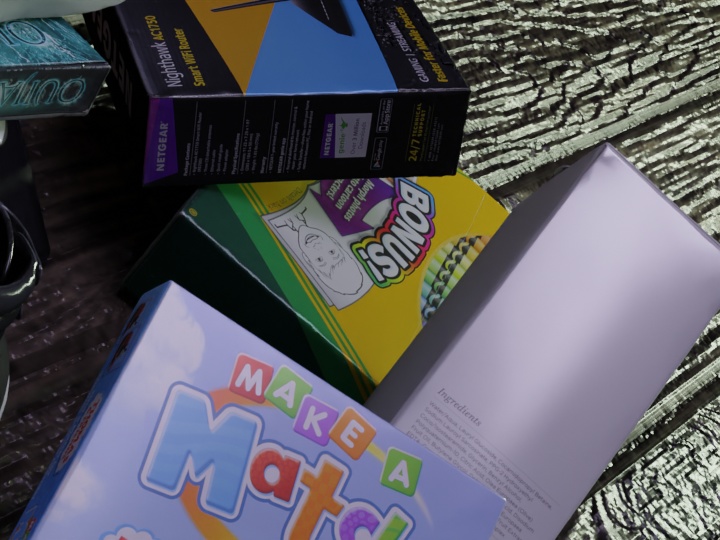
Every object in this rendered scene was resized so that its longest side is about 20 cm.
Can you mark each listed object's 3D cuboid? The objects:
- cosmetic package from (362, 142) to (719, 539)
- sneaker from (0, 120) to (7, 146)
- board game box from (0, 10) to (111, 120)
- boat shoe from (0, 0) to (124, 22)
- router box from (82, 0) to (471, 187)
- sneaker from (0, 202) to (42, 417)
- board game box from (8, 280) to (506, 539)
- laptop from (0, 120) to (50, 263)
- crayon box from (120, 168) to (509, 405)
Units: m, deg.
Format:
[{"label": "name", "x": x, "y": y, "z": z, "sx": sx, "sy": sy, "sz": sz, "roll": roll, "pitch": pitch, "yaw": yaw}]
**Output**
[{"label": "cosmetic package", "x": 0.056, "y": 0.056, "z": 0.809, "sx": 0.085, "sy": 0.108, "sz": 0.200, "roll": 41, "pitch": 73, "yaw": -3}, {"label": "sneaker", "x": -0.208, "y": -0.044, "z": 0.708, "sx": 0.200, "sy": 0.075, "sz": 0.093, "roll": -42, "pitch": 108, "yaw": -51}, {"label": "board game box", "x": -0.202, "y": -0.103, "z": 0.724, "sx": 0.135, "sy": 0.028, "sz": 0.199, "roll": 46, "pitch": 29, "yaw": 23}, {"label": "boat shoe", "x": -0.128, "y": -0.145, "z": 0.766, "sx": 0.071, "sy": 0.070, "sz": 0.200, "roll": 39, "pitch": 27, "yaw": 12}, {"label": "router box", "x": -0.049, "y": -0.112, "z": 0.936, "sx": 0.148, "sy": 0.051, "sz": 0.201, "roll": -3, "pitch": 34, "yaw": -18}, {"label": "sneaker", "x": -0.143, "y": 0.014, "z": 0.696, "sx": 0.071, "sy": 0.099, "sz": 0.200, "roll": 38, "pitch": 10, "yaw": 0}, {"label": "board game box", "x": -0.054, "y": 0.128, "z": 0.672, "sx": 0.151, "sy": 0.037, "sz": 0.201, "roll": 33, "pitch": 66, "yaw": -15}, {"label": "laptop", "x": -0.250, "y": -0.081, "z": 0.811, "sx": 0.199, "sy": 0.117, "sz": 0.187, "roll": 26, "pitch": 23, "yaw": 29}, {"label": "crayon box", "x": 0.000, "y": 0.000, "z": 0.946, "sx": 0.172, "sy": 0.058, "sz": 0.200, "roll": 40, "pitch": 33, "yaw": -6}]
